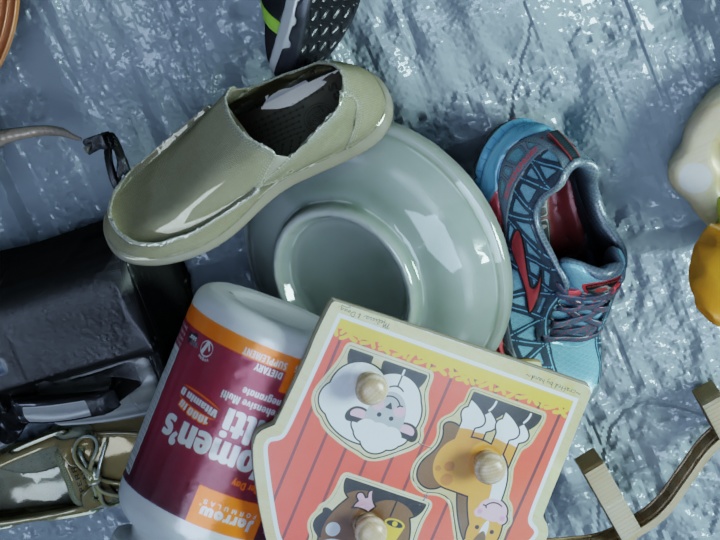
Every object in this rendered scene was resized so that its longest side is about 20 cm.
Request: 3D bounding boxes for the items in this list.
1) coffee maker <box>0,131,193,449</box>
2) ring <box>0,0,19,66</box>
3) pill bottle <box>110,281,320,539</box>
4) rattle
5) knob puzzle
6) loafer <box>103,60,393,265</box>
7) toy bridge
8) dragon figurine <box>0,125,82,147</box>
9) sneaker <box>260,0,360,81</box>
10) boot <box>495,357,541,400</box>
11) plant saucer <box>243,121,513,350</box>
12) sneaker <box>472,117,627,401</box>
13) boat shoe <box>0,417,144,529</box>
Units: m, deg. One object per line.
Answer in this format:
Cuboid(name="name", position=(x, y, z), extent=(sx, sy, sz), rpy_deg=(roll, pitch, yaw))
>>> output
Cuboid(name="coffee maker", position=(-0.223, 0.025, 1.453), extent=(0.200, 0.135, 0.193), rpy_deg=(-14, 87, 13))
Cuboid(name="ring", position=(-0.316, -0.180, 1.382), extent=(0.200, 0.019, 0.201), rpy_deg=(1, 97, 8))
Cuboid(name="pill bottle", position=(-0.087, 0.117, 1.365), extent=(0.109, 0.110, 0.200), rpy_deg=(22, 97, -2))
Cuboid(name="rattle", position=(0.275, -0.077, 1.311), extent=(0.200, 0.143, 0.130), rpy_deg=(-38, 86, 29))
Cuboid(name="knob puzzle", position=(0.027, 0.136, 1.318), extent=(0.219, 0.030, 0.220), rpy_deg=(-3, 106, -10))
Cuboid(name="loafer", position=(-0.077, -0.076, 1.341), extent=(0.200, 0.076, 0.068), rpy_deg=(-32, 152, 1))
Cuboid(name="toy bridge", position=(0.167, 0.153, 1.459), extent=(0.200, 0.027, 0.067), rpy_deg=(-31, 114, 0))
Cuboid(name="dragon figurine", position=(-0.285, -0.063, 1.444), extent=(0.200, 0.099, 0.059), rpy_deg=(-33, 106, 1))
Cuboid(name="sneaker", position=(-0.043, -0.219, 1.342), extent=(0.083, 0.072, 0.200), rpy_deg=(22, 118, 25))
Cuboid(name="boot", position=(0.063, 0.152, 1.392), extent=(0.073, 0.156, 0.200), rpy_deg=(5, 153, -34))
Cuboid(name="plant saucer", position=(0.000, 0.000, 1.397), extent=(0.200, 0.050, 0.201), rpy_deg=(15, 121, 26))
Cuboid(name="sneaker", position=(0.126, 0.007, 1.379), extent=(0.079, 0.095, 0.200), rpy_deg=(-25, 116, -26))
Cuboid(name="boat shoe", position=(-0.222, 0.147, 1.530), extent=(0.200, 0.063, 0.073), rpy_deg=(-9, 113, 13))
